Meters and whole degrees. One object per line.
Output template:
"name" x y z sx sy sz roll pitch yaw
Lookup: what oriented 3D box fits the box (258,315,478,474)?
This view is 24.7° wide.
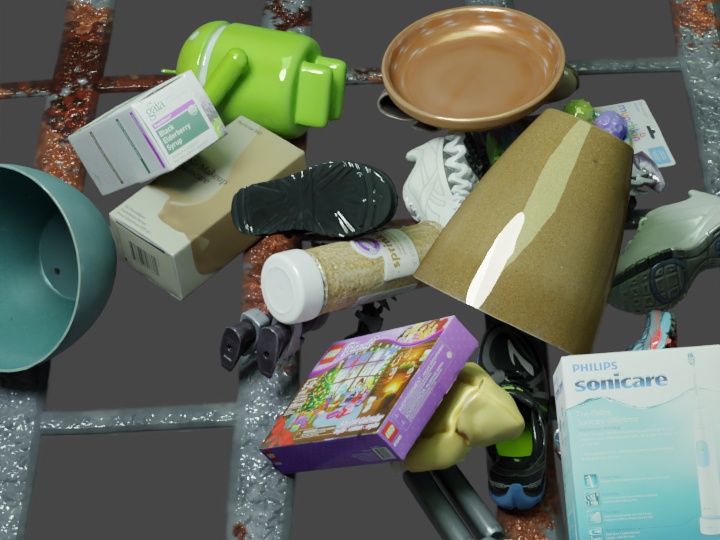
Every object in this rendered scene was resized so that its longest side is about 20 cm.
"box" 0.004 0.115 1.484 0.200 0.039 0.137 -16 32 54

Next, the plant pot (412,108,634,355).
"plant pot" 0.176 -0.043 1.555 0.186 0.186 0.201 27 91 26

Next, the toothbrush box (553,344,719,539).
"toothbrush box" 0.249 0.173 1.418 0.145 0.085 0.202 -5 76 0

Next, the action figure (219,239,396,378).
"action figure" -0.050 0.037 1.638 0.130 0.070 0.200 23 38 32

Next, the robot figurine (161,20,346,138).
"robot figurine" -0.118 -0.215 1.845 0.199 0.117 0.175 13 22 18

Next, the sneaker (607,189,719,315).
"sneaker" 0.310 -0.019 1.675 0.199 0.075 0.087 -27 38 -29

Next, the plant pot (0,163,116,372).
"plant pot" -0.321 -0.009 1.637 0.199 0.201 0.135 21 16 23

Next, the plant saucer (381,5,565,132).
"plant saucer" 0.122 -0.214 1.778 0.198 0.038 0.201 -4 45 4

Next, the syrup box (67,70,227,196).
"syrup box" -0.227 -0.142 1.734 0.079 0.082 0.200 -37 13 -28

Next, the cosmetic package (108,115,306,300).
"cosmetic package" -0.157 -0.069 1.740 0.105 0.071 0.200 29 55 29

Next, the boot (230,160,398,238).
"boot" -0.017 -0.068 1.656 0.197 0.074 0.162 -6 -1 32

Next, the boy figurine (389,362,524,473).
"boy figurine" 0.073 0.131 1.468 0.125 0.064 0.200 -50 19 -18

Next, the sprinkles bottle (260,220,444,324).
"sprinkles bottle" 0.000 0.000 1.594 0.199 0.069 0.068 -14 43 -38

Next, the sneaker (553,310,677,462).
"sneaker" 0.238 0.106 1.543 0.095 0.080 0.200 15 49 20

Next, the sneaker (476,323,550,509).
"sneaker" 0.145 0.125 1.527 0.070 0.083 0.200 -1 46 3

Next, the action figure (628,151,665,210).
"action figure" 0.207 -0.087 1.682 0.199 0.130 0.070 -7 59 -28

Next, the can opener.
"can opener" 0.102 0.228 1.450 0.052 0.067 0.200 -21 44 -17

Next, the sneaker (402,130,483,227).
"sneaker" 0.086 -0.064 1.729 0.081 0.075 0.201 -14 46 17

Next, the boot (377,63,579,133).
"boot" 0.124 -0.195 1.827 0.199 0.071 0.146 10 32 38

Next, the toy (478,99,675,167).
"toy" 0.236 -0.152 1.808 0.198 0.047 0.116 -11 47 -5
